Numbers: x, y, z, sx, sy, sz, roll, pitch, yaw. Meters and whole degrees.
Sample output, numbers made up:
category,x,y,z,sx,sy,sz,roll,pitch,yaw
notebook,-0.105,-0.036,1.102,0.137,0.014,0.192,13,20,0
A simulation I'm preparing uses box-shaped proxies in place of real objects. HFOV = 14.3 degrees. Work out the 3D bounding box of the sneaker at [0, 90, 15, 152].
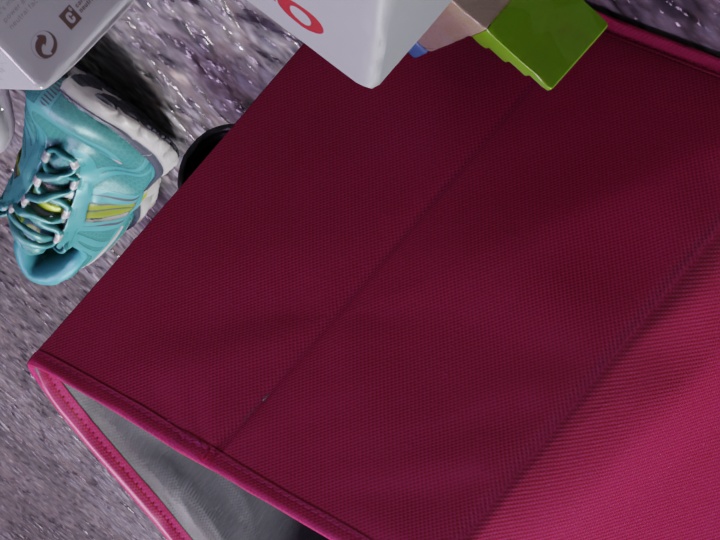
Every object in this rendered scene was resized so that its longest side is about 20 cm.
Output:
category,x,y,z,sx,sy,sz,roll,pitch,yaw
sneaker,-0.253,-0.116,1.417,0.075,0.100,0.200,14,151,54

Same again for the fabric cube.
category,x,y,z,sx,sy,sz,roll,pitch,yaw
fabric cube,0.049,0.043,0.964,0.200,0.200,0.196,26,160,41

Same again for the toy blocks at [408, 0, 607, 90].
category,x,y,z,sx,sy,sz,roll,pitch,yaw
toy blocks,-0.015,-0.135,0.856,0.200,0.100,0.137,42,175,-7

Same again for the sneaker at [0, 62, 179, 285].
category,x,y,z,sx,sy,sz,roll,pitch,yaw
sneaker,-0.137,-0.043,1.382,0.077,0.080,0.200,38,163,9

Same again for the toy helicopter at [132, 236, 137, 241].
category,x,y,z,sx,sy,sz,roll,pitch,yaw
toy helicopter,-0.043,0.061,1.501,0.200,0.079,0.132,38,159,-32

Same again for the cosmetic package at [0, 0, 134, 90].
category,x,y,z,sx,sy,sz,roll,pitch,yaw
cosmetic package,-0.191,-0.167,1.189,0.200,0.074,0.102,49,162,-22

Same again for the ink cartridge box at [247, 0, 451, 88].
category,x,y,z,sx,sy,sz,roll,pitch,yaw
ink cartridge box,-0.005,-0.164,0.625,0.145,0.145,0.200,37,164,7

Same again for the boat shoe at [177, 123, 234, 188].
category,x,y,z,sx,sy,sz,roll,pitch,yaw
boat shoe,-0.002,0.002,1.199,0.201,0.074,0.063,34,172,38
